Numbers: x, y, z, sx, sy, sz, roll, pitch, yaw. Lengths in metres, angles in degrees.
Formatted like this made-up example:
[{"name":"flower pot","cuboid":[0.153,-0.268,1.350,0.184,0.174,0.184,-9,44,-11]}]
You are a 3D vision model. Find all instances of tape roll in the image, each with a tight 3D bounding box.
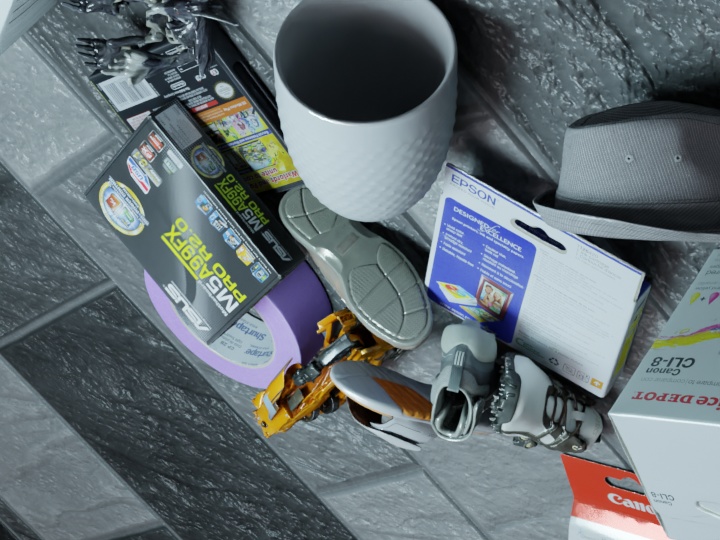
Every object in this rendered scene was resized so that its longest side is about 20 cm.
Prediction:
[{"name":"tape roll","cuboid":[-0.128,0.030,1.857,0.199,0.066,0.201,25,144,20]}]

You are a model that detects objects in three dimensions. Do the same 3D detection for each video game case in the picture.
[{"name":"video game case","cuboid":[-0.151,-0.143,1.706,0.199,0.026,0.181,-12,121,50]}]

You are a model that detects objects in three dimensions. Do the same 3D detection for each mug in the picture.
[{"name":"mug","cuboid":[-0.005,-0.145,1.472,0.201,0.147,0.176,58,165,29]}]

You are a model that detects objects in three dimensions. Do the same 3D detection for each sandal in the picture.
[{"name":"sandal","cuboid":[0.051,0.143,1.691,0.206,0.059,0.079,17,-158,-37]}]

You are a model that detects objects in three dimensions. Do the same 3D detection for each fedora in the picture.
[{"name":"fedora","cuboid":[0.230,-0.077,1.321,0.198,0.177,0.091,3,102,16]}]

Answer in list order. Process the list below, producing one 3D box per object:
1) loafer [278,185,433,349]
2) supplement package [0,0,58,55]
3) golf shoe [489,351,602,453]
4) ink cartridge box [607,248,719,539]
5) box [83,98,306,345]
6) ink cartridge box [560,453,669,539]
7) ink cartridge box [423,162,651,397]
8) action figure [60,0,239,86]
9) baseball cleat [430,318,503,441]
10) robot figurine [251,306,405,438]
[{"name":"loafer","cuboid":[0.000,0.000,1.678,0.200,0.072,0.063,48,169,20]},{"name":"supplement package","cuboid":[-0.326,-0.301,1.608,0.114,0.110,0.200,41,148,-2]},{"name":"golf shoe","cuboid":[0.175,0.124,1.629,0.094,0.078,0.200,10,172,18]},{"name":"ink cartridge box","cuboid":[0.315,0.101,1.375,0.145,0.200,0.145,2,133,43]},{"name":"box","cuboid":[-0.164,-0.044,1.722,0.200,0.044,0.160,51,138,0]},{"name":"ink cartridge box","cuboid":[0.279,0.284,1.777,0.162,0.057,0.201,12,143,36]},{"name":"ink cartridge box","cuboid":[0.156,0.002,1.561,0.197,0.047,0.201,31,145,16]},{"name":"action figure","cuboid":[-0.194,-0.223,1.574,0.199,0.102,0.120,-1,99,51]},{"name":"baseball cleat","cuboid":[0.096,0.113,1.644,0.069,0.107,0.200,13,163,18]},{"name":"robot figurine","cuboid":[-0.025,0.092,1.752,0.058,0.144,0.200,57,137,15]}]
